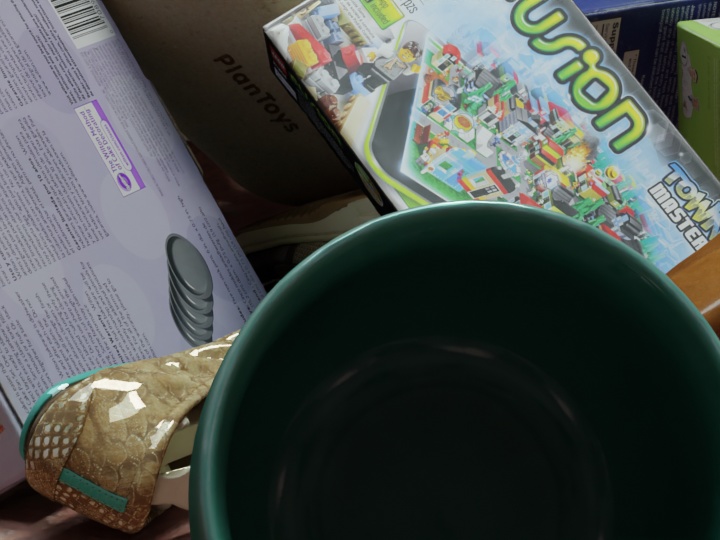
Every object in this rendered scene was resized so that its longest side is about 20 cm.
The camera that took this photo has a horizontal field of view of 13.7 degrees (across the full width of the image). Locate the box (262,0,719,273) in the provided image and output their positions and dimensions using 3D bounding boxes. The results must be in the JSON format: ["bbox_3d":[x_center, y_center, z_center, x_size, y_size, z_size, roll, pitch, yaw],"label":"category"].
[{"bbox_3d":[0.060,-0.044,1.167,0.110,0.200,0.035,-33,-24,-9],"label":"box"}]

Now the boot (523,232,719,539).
[{"bbox_3d":[0.109,0.037,1.000,0.200,0.069,0.188,-28,6,-8],"label":"boot"}]

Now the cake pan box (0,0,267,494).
[{"bbox_3d":[-0.135,-0.028,1.163,0.052,0.200,0.184,-29,2,31],"label":"cake pan box"}]

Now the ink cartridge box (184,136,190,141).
[{"bbox_3d":[-0.088,-0.159,1.421,0.200,0.146,0.147,8,31,-45],"label":"ink cartridge box"}]

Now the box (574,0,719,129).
[{"bbox_3d":[0.110,-0.074,1.404,0.199,0.122,0.032,-11,32,-36],"label":"box"}]

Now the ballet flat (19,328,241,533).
[{"bbox_3d":[-0.039,0.055,1.113,0.065,0.071,0.200,37,37,26],"label":"ballet flat"}]

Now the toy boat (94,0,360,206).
[{"bbox_3d":[-0.035,-0.130,1.287,0.130,0.200,0.131,-18,43,35],"label":"toy boat"}]

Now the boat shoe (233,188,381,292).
[{"bbox_3d":[0.000,0.000,1.278,0.073,0.065,0.200,-12,-2,-22],"label":"boat shoe"}]

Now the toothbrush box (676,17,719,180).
[{"bbox_3d":[0.238,-0.060,1.321,0.145,0.086,0.200,-6,14,-13],"label":"toothbrush box"}]

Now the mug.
[{"bbox_3d":[0.034,0.079,0.836,0.152,0.186,0.114,-23,-5,-9],"label":"mug"}]
